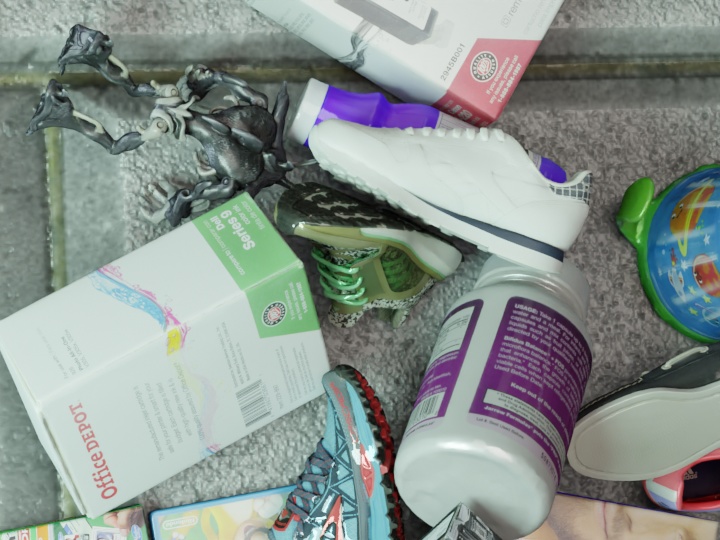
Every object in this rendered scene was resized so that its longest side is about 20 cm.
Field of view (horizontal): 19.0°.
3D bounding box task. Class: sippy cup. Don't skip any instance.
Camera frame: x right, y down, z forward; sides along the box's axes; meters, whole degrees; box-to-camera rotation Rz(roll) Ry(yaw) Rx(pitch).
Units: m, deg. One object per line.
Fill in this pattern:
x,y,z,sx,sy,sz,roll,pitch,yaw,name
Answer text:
0.286,-0.017,1.571,0.177,0.130,0.140,-15,88,-13,sippy cup

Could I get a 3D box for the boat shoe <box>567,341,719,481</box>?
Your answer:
0.233,0.092,1.547,0.199,0.060,0.074,-20,123,-9,boat shoe

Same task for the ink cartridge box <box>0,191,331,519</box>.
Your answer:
-0.132,0.059,1.460,0.200,0.146,0.088,-30,53,-13,ink cartridge box

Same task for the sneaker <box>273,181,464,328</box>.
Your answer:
0.000,0.000,1.497,0.077,0.200,0.089,28,95,34,sneaker

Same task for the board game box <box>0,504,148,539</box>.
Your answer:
-0.200,0.273,1.492,0.134,0.029,0.201,-9,87,-12,board game box

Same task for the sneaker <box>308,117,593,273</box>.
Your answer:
0.061,-0.068,1.481,0.199,0.076,0.081,23,92,-9,sneaker

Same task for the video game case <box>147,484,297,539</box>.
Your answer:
-0.064,0.258,1.528,0.143,0.018,0.201,-9,87,-13,video game case

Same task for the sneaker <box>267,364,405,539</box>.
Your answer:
-0.020,0.167,1.488,0.095,0.079,0.201,-6,97,2,sneaker

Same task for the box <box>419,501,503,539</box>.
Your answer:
0.056,0.277,1.448,0.158,0.050,0.200,42,115,-4,box

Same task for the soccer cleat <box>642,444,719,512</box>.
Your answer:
0.304,0.141,1.581,0.199,0.076,0.067,-9,106,-10,soccer cleat

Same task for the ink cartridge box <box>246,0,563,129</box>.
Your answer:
0.039,-0.211,1.562,0.200,0.085,0.146,31,79,-6,ink cartridge box

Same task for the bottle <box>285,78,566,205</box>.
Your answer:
0.045,-0.078,1.549,0.199,0.084,0.065,23,58,-6,bottle

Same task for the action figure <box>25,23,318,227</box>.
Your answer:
-0.125,-0.097,1.509,0.199,0.102,0.119,24,76,-11,action figure

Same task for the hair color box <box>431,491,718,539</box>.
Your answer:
0.150,0.217,1.555,0.199,0.065,0.110,11,82,-12,hair color box

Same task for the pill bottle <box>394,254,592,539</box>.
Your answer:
0.100,0.081,1.502,0.112,0.112,0.200,29,49,-8,pill bottle
